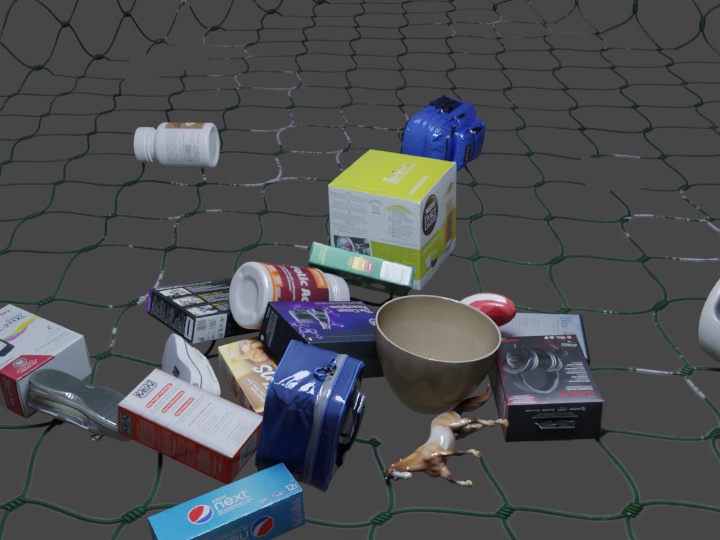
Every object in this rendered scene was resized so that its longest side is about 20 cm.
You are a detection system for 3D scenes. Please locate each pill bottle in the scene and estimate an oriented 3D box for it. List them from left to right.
[{"bbox_3d":[-0.468,-0.319,2.282,0.197,0.116,0.115,1,30,6],"label":"pill bottle"},{"bbox_3d":[-0.121,0.048,1.578,0.198,0.116,0.114,5,19,-43],"label":"pill bottle"}]

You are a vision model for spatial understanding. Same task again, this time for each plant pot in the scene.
[{"bbox_3d":[0.113,0.147,1.417,0.197,0.136,0.201,6,26,-3],"label":"plant pot"}]

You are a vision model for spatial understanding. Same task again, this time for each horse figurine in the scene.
[{"bbox_3d":[0.135,0.251,1.321,0.131,0.050,0.200,-5,32,39],"label":"horse figurine"}]

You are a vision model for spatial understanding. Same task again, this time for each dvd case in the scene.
[{"bbox_3d":[0.298,0.119,1.581,0.197,0.018,0.143,2,30,6],"label":"dvd case"}]

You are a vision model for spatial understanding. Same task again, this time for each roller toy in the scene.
[{"bbox_3d":[0.650,0.081,1.458,0.198,0.185,0.139,-20,33,-27],"label":"roller toy"}]

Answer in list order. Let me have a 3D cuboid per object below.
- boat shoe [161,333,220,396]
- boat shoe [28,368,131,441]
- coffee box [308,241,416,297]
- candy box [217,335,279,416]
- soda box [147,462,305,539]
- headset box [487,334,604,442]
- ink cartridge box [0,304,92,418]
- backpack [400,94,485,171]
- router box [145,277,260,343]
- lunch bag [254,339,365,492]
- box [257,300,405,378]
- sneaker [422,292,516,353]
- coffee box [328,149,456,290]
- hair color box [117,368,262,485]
[{"bbox_3d":[-0.282,0.165,1.497,0.065,0.073,0.200,18,5,-29],"label":"boat shoe"},{"bbox_3d":[-0.433,0.221,1.409,0.200,0.065,0.074,20,24,8],"label":"boat shoe"},{"bbox_3d":[0.000,0.000,1.672,0.197,0.045,0.123,13,-11,1],"label":"coffee box"},{"bbox_3d":[-0.149,0.181,1.466,0.114,0.056,0.200,-14,33,-21],"label":"candy box"},{"bbox_3d":[-0.176,0.335,1.197,0.198,0.065,0.068,-17,33,-25],"label":"soda box"},{"bbox_3d":[0.288,0.188,1.407,0.147,0.078,0.201,-2,29,0],"label":"headset box"},{"bbox_3d":[-0.583,0.150,1.521,0.198,0.084,0.146,17,36,28],"label":"ink cartridge box"},{"bbox_3d":[0.200,-0.325,2.204,0.167,0.164,0.199,25,38,33],"label":"backpack"},{"bbox_3d":[-0.263,0.068,1.619,0.199,0.052,0.148,-7,25,-45],"label":"router box"},{"bbox_3d":[-0.062,0.203,1.275,0.131,0.202,0.136,17,35,6],"label":"lunch bag"},{"bbox_3d":[-0.048,0.115,1.490,0.198,0.080,0.141,1,28,-38],"label":"box"},{"bbox_3d":[0.169,0.110,1.545,0.198,0.079,0.116,-14,34,29],"label":"sneaker"},{"bbox_3d":[0.068,-0.108,1.803,0.198,0.200,0.200,12,33,23],"label":"coffee box"},{"bbox_3d":[-0.255,0.232,1.347,0.198,0.062,0.102,22,35,15],"label":"hair color box"}]
